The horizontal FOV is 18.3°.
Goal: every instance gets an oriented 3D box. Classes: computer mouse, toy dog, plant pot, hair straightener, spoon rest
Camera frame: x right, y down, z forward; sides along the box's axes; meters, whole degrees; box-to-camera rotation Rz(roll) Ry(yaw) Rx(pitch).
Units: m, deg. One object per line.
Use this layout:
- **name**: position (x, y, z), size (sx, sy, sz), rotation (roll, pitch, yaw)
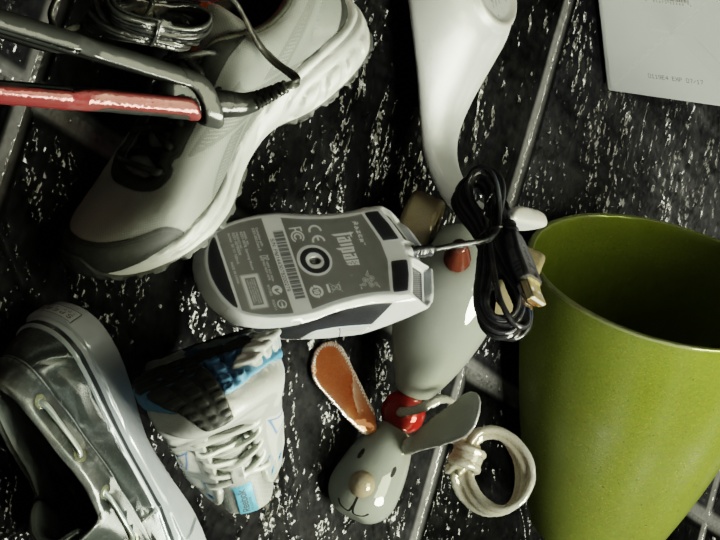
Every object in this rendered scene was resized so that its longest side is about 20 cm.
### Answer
- **computer mouse**: position (0.000, 0.000, 1.218), size (0.199, 0.110, 0.044), rotation (-6, 150, -22)
- **toy dog**: position (0.039, 0.050, 1.309), size (0.096, 0.131, 0.201), rotation (37, 56, -81)
- **plant pot**: position (0.181, 0.092, 1.518), size (0.187, 0.187, 0.201), rotation (-28, 137, -53)
- **hair straightener**: position (-0.113, -0.107, 0.999), size (0.199, 0.041, 0.077), rotation (5, 94, -31)
- **spoon rest**: position (0.062, -0.118, 1.327), size (0.099, 0.060, 0.201), rotation (10, 68, -56)

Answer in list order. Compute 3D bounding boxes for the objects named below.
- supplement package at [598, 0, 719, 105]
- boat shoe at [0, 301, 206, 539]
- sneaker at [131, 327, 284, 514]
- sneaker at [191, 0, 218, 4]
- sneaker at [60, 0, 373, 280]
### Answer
- **supplement package**: position (0.261, -0.216, 1.589), size (0.200, 0.113, 0.110), rotation (-48, 138, -43)
- **boat shoe**: position (-0.134, 0.112, 1.089), size (0.071, 0.072, 0.201), rotation (-42, 123, -35)
- **sneaker**: position (-0.062, 0.077, 1.083), size (0.200, 0.075, 0.087), rotation (172, -100, -89)
- **sneaker**: position (-0.060, -0.192, 1.086), size (0.074, 0.086, 0.201), rotation (-59, 145, -29)
- **sneaker**: position (-0.081, -0.079, 1.085), size (0.200, 0.074, 0.079), rotation (-51, 135, -18)
